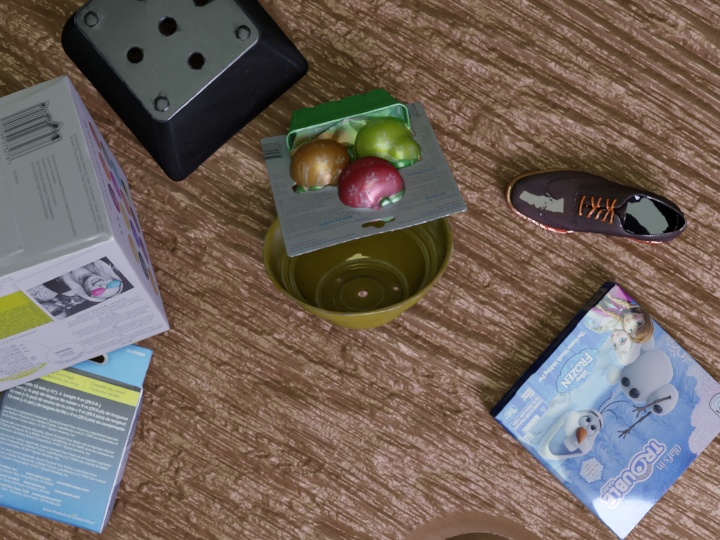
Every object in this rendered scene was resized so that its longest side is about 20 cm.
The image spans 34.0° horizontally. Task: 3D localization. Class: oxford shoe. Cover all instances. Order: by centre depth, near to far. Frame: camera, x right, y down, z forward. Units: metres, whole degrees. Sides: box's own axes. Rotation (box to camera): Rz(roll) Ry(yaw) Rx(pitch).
[{"bbox_3d":[0.257,-0.073,1.281,0.197,0.073,0.072,8,91,-3],"label":"oxford shoe"}]

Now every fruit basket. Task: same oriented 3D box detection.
[{"bbox_3d":[-0.001,-0.096,1.218,0.183,0.094,0.201,-15,48,-3],"label":"fruit basket"}]

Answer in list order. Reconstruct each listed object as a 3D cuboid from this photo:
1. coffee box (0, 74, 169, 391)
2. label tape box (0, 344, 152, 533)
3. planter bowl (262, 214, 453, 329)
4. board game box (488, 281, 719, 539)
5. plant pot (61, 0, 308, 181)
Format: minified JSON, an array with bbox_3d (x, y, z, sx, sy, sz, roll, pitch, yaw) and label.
[{"bbox_3d":[-0.327,-0.030,1.161,0.198,0.198,0.201,-20,61,-3],"label":"coffee box"},{"bbox_3d":[-0.313,0.161,1.262,0.142,0.066,0.202,16,87,-3],"label":"label tape box"},{"bbox_3d":[0.000,0.000,1.244,0.198,0.202,0.084,-9,136,-2],"label":"planter bowl"},{"bbox_3d":[0.280,0.153,1.300,0.199,0.043,0.200,43,89,-4],"label":"board game box"},{"bbox_3d":[-0.188,-0.233,1.207,0.200,0.177,0.200,-40,92,-1],"label":"plant pot"}]
